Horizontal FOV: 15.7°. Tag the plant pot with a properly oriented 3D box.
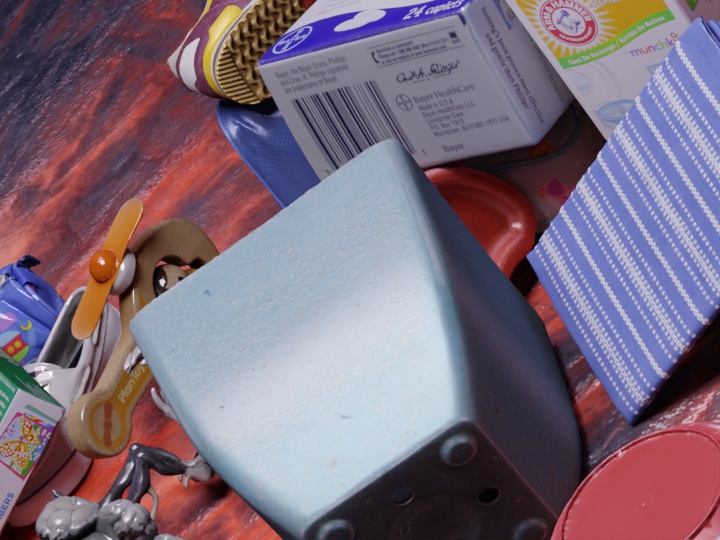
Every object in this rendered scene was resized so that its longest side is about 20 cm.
[{"bbox_3d":[0.015,0.090,1.495,0.196,0.196,0.200,-35,39,8],"label":"plant pot"}]

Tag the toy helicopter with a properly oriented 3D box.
[{"bbox_3d":[-0.153,0.043,1.807,0.079,0.132,0.200,-12,38,40],"label":"toy helicopter"}]

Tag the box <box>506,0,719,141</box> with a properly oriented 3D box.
[{"bbox_3d":[0.195,-0.141,1.590,0.112,0.200,0.102,-11,39,42],"label":"box"}]

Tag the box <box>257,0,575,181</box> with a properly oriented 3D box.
[{"bbox_3d":[0.067,-0.161,1.678,0.184,0.105,0.200,-10,29,42],"label":"box"}]

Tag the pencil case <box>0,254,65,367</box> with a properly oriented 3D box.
[{"bbox_3d":[-0.306,0.077,1.989,0.200,0.087,0.078,-41,36,-1],"label":"pencil case"}]

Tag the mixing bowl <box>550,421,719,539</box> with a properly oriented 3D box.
[{"bbox_3d":[0.167,0.149,1.301,0.200,0.108,0.200,-30,29,18],"label":"mixing bowl"}]

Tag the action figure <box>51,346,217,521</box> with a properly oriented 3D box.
[{"bbox_3d":[-0.110,0.098,1.712,0.200,0.102,0.119,-45,17,-9],"label":"action figure"}]

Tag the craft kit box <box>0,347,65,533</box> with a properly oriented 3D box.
[{"bbox_3d":[-0.302,0.148,1.859,0.198,0.048,0.200,-65,29,3],"label":"craft kit box"}]

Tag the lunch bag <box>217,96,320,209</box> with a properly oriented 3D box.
[{"bbox_3d":[-0.014,-0.111,1.840,0.132,0.136,0.200,-36,18,6],"label":"lunch bag"}]

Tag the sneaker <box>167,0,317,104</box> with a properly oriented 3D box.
[{"bbox_3d":[-0.052,-0.198,1.782,0.200,0.075,0.090,-46,34,-20],"label":"sneaker"}]

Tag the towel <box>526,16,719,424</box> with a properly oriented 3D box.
[{"bbox_3d":[0.181,-0.031,1.505,0.200,0.024,0.145,-56,43,30],"label":"towel"}]

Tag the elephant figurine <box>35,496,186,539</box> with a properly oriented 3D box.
[{"bbox_3d":[-0.187,0.237,1.553,0.141,0.156,0.200,11,43,28],"label":"elephant figurine"}]

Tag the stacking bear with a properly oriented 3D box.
[{"bbox_3d":[0.000,0.000,1.707,0.200,0.114,0.122,-12,54,50],"label":"stacking bear"}]

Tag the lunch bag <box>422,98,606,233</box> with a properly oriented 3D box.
[{"bbox_3d":[0.127,-0.111,1.758,0.160,0.077,0.200,-14,37,41],"label":"lunch bag"}]

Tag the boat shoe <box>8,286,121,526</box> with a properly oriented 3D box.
[{"bbox_3d":[-0.220,0.094,1.882,0.072,0.066,0.200,-13,37,39],"label":"boat shoe"}]
